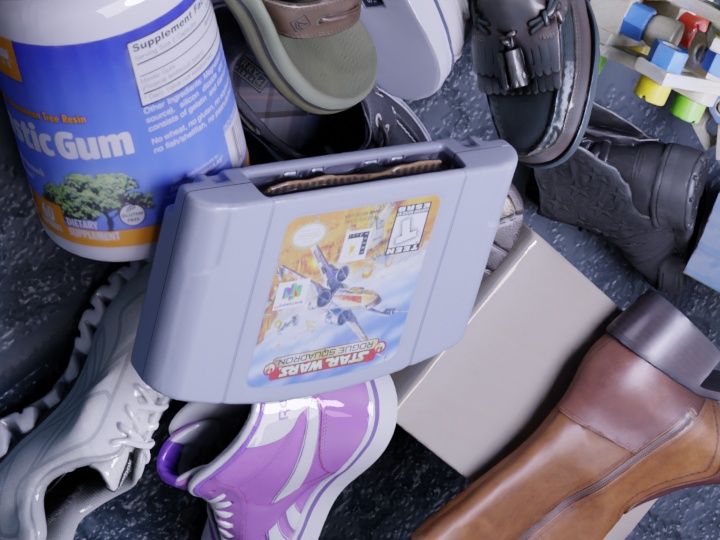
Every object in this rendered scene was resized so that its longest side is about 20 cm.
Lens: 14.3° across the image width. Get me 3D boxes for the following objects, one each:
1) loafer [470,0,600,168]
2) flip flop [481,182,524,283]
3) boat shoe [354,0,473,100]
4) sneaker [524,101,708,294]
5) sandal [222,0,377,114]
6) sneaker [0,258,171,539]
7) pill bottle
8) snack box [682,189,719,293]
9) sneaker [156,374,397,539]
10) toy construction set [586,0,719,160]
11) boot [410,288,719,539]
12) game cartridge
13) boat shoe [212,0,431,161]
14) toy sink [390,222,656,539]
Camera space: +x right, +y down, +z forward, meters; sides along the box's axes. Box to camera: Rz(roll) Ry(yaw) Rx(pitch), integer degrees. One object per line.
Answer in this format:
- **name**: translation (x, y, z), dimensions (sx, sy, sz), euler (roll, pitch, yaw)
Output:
- **loafer**: translation (0.082, -0.155, 1.511), dimensions (0.063, 0.072, 0.200), euler (9, 80, -52)
- **flip flop**: translation (0.000, 0.000, 1.572), dimensions (0.200, 0.058, 0.081), euler (-38, 115, 24)
- **boat shoe**: translation (0.012, -0.188, 1.490), dimensions (0.070, 0.071, 0.200), euler (-53, 131, -40)
- **sneaker**: translation (0.145, -0.046, 1.659), dimensions (0.200, 0.104, 0.060), euler (77, 27, -71)
- **sandal**: translation (-0.031, -0.142, 1.412), dimensions (0.057, 0.080, 0.201), euler (-14, 150, 16)
- **sneaker**: translation (-0.128, 0.071, 1.528), dimensions (0.200, 0.081, 0.075), euler (-51, 130, -1)
- **pill bottle**: translation (-0.125, -0.114, 1.400), dimensions (0.112, 0.112, 0.200), euler (-27, 128, -19)
- **snack box**: translation (0.309, 0.009, 1.697), dimensions (0.200, 0.169, 0.068), euler (-2, 119, -60)
- **sneaker**: translation (-0.072, 0.114, 1.568), dimensions (0.114, 0.073, 0.201), euler (-4, 143, -32)
- **toy construction set**: translation (0.180, -0.126, 1.577), dimensions (0.092, 0.131, 0.200), euler (-61, 157, 2)
- **boot**: translation (0.150, 0.137, 1.613), dimensions (0.200, 0.068, 0.188), euler (-48, 128, -1)
- **game cartridge**: translation (-0.017, 0.003, 1.458), dimensions (0.200, 0.042, 0.133), euler (-10, 126, -34)
- **boat shoe**: translation (-0.018, -0.081, 1.523), dimensions (0.070, 0.066, 0.200), euler (-50, 133, 1)
- **toy sink**: translation (0.089, 0.057, 1.649), dimensions (0.130, 0.112, 0.200), euler (-51, 128, 1)
